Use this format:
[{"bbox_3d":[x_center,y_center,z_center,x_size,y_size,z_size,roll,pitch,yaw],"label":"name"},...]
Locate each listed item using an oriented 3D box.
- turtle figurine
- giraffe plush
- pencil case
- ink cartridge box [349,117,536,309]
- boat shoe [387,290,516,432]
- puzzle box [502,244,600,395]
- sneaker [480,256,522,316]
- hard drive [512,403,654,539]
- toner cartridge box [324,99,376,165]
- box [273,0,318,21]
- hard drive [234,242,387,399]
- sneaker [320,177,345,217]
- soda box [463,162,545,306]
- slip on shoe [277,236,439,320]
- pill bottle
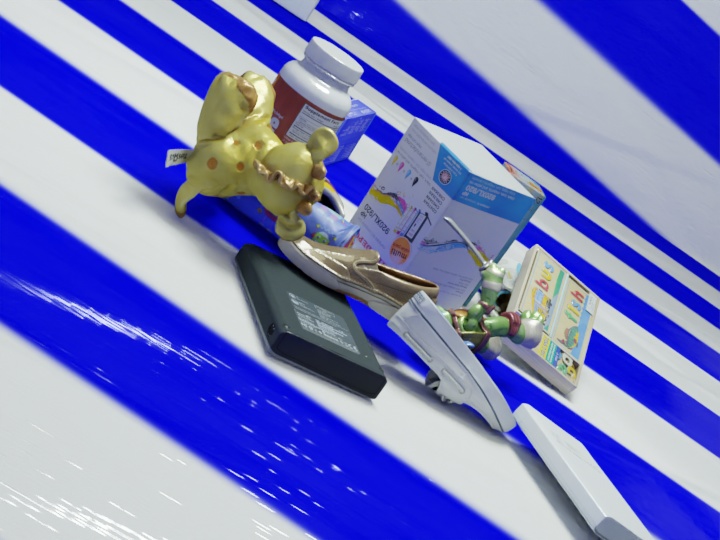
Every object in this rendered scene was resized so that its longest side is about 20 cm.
[{"bbox_3d":[0.134,0.036,1.669,0.193,0.144,0.200,22,23,-48],"label":"turtle figurine"},{"bbox_3d":[-0.106,-0.123,1.510,0.161,0.174,0.200,20,31,14],"label":"giraffe plush"},{"bbox_3d":[-0.092,-0.076,1.649,0.199,0.078,0.087,38,9,11],"label":"pencil case"},{"bbox_3d":[0.103,-0.072,1.806,0.144,0.201,0.147,16,25,-43],"label":"ink cartridge box"},{"bbox_3d":[0.103,0.116,1.519,0.201,0.065,0.074,53,1,-14],"label":"boat shoe"},{"bbox_3d":[0.270,0.066,1.885,0.133,0.025,0.201,39,41,-12],"label":"puzzle box"},{"bbox_3d":[0.218,0.032,1.969,0.080,0.077,0.200,21,19,-33],"label":"sneaker"},{"bbox_3d":[0.258,0.243,1.500,0.132,0.027,0.200,37,12,-36],"label":"hard drive"},{"bbox_3d":[-0.037,-0.223,2.144,0.043,0.095,0.200,36,15,6],"label":"toner cartridge box"},{"bbox_3d":[-0.144,-0.740,3.202,0.170,0.200,0.200,32,18,-10],"label":"box"},{"bbox_3d":[-0.056,0.050,1.441,0.139,0.033,0.200,26,18,-27],"label":"hard drive"},{"bbox_3d":[-0.102,-0.121,1.760,0.199,0.075,0.090,22,15,-35],"label":"sneaker"},{"bbox_3d":[0.179,-0.052,1.898,0.068,0.201,0.064,32,16,-12],"label":"soda box"},{"bbox_3d":[0.000,0.000,1.525,0.199,0.061,0.076,32,13,-9],"label":"slip on shoe"},{"bbox_3d":[-0.084,-0.216,1.838,0.112,0.201,0.112,31,16,-10],"label":"pill bottle"}]
